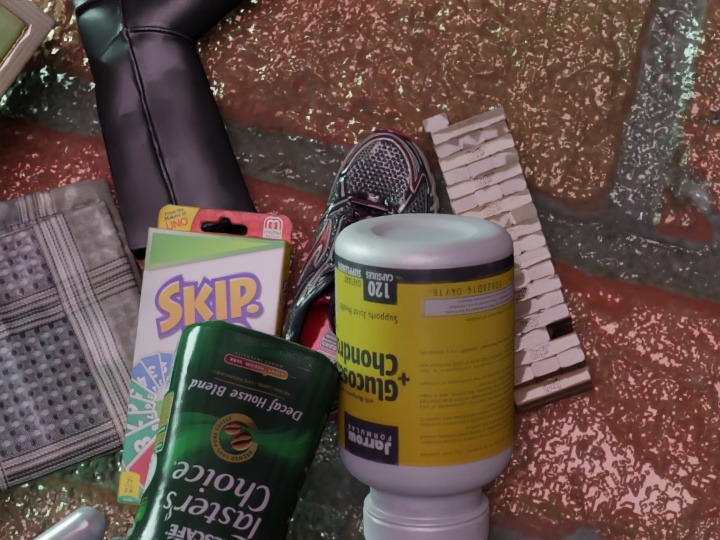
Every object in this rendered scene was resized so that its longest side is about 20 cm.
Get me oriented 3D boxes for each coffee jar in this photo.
[{"bbox_3d":[-0.084,0.138,1.003,0.104,0.085,0.201,17,68,-7],"label":"coffee jar"}]

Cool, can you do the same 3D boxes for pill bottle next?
[{"bbox_3d":[0.040,0.071,1.055,0.111,0.112,0.201,1,103,11],"label":"pill bottle"}]

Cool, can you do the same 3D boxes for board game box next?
[{"bbox_3d":[-0.101,0.058,1.117,0.095,0.030,0.201,5,83,8],"label":"board game box"}]

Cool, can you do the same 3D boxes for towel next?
[{"bbox_3d":[-0.233,0.042,1.147,0.191,0.035,0.201,-18,72,-16],"label":"towel"}]

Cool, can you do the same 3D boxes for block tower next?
[{"bbox_3d":[0.098,-0.012,1.121,0.057,0.054,0.201,-20,74,4],"label":"block tower"}]

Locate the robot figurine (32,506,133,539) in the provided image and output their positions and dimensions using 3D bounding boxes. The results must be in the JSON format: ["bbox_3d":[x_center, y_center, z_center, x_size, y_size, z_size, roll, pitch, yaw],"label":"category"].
[{"bbox_3d":[-0.156,0.234,1.075,0.199,0.113,0.170,-29,104,2],"label":"robot figurine"}]

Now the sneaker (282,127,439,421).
[{"bbox_3d":[0.000,0.000,1.125,0.080,0.075,0.201,12,78,13],"label":"sneaker"}]

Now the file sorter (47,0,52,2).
[{"bbox_3d":[-0.189,-0.312,1.158,0.124,0.139,0.201,-16,115,1],"label":"file sorter"}]

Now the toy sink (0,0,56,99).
[{"bbox_3d":[-0.322,-0.128,1.170,0.130,0.112,0.200,37,84,-13],"label":"toy sink"}]

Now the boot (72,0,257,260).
[{"bbox_3d":[-0.109,-0.122,1.178,0.164,0.066,0.201,-20,70,14],"label":"boot"}]
